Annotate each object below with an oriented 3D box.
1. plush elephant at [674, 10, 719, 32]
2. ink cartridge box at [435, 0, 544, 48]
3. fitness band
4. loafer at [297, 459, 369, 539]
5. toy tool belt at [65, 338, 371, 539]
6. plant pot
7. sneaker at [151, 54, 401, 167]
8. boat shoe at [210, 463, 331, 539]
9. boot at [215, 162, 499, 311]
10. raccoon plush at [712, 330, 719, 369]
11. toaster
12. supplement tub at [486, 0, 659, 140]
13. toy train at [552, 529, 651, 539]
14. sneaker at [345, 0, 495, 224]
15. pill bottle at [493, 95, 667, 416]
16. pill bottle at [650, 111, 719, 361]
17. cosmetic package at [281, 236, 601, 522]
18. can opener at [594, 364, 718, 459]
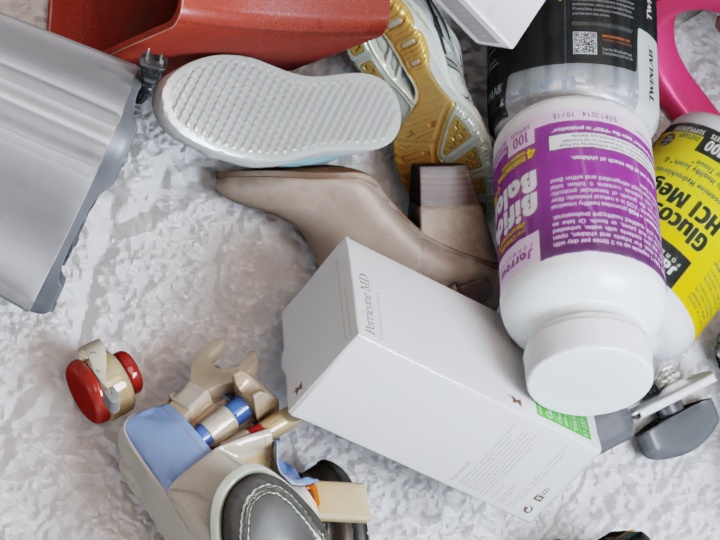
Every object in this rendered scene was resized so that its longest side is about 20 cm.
[{"bbox_3d":[0.355,-0.179,1.726,0.165,0.200,0.155,-35,113,-30],"label":"plush elephant"},{"bbox_3d":[0.076,-0.276,1.531,0.200,0.045,0.176,41,74,-35],"label":"ink cartridge box"},{"bbox_3d":[0.283,-0.125,1.688,0.037,0.144,0.200,-41,98,-25],"label":"fitness band"},{"bbox_3d":[-0.041,0.225,1.543,0.071,0.073,0.200,8,78,-21],"label":"loafer"},{"bbox_3d":[-0.092,0.113,1.521,0.123,0.125,0.200,-28,65,-23],"label":"toy tool belt"},{"bbox_3d":[-0.085,-0.225,1.545,0.176,0.200,0.200,8,79,-31],"label":"plant pot"},{"bbox_3d":[-0.069,-0.097,1.551,0.200,0.082,0.074,4,75,-42],"label":"sneaker"},{"bbox_3d":[-0.032,0.206,1.444,0.072,0.061,0.201,-37,126,-21],"label":"boat shoe"},{"bbox_3d":[0.000,0.000,1.602,0.200,0.070,0.147,0,98,0],"label":"boot"},{"bbox_3d":[0.316,0.083,1.647,0.097,0.200,0.134,-7,62,-5],"label":"raccoon plush"},{"bbox_3d":[-0.219,-0.078,1.470,0.129,0.200,0.114,24,34,-11],"label":"toaster"},{"bbox_3d":[0.150,-0.188,1.651,0.122,0.123,0.200,8,70,-20],"label":"supplement tub"},{"bbox_3d":[0.123,0.242,1.583,0.200,0.114,0.085,-26,91,-23],"label":"toy train"},{"bbox_3d":[0.056,-0.125,1.638,0.200,0.076,0.088,67,28,-19],"label":"sneaker"},{"bbox_3d":[0.146,-0.009,1.541,0.112,0.112,0.200,14,52,-19],"label":"pill bottle"},{"bbox_3d":[0.216,-0.009,1.660,0.112,0.112,0.200,44,69,-9],"label":"pill bottle"},{"bbox_3d":[0.051,0.075,1.535,0.200,0.085,0.108,27,32,-26],"label":"cosmetic package"},{"bbox_3d":[0.177,0.121,1.656,0.200,0.053,0.067,-20,90,-23],"label":"can opener"}]
